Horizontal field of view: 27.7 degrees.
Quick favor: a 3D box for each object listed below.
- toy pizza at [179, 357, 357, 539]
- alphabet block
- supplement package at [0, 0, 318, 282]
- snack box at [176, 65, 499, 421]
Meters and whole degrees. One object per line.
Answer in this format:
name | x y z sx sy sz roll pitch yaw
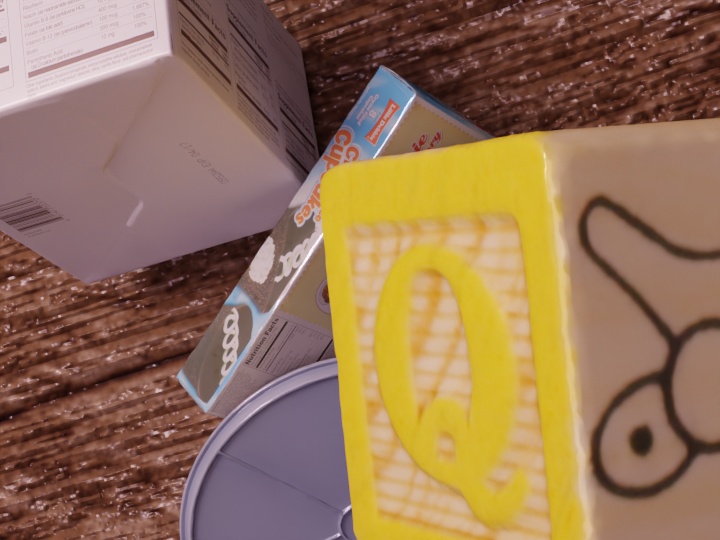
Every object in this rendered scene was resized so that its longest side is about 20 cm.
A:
toy pizza | -0.001 0.132 0.809 0.198 0.032 0.202 -4 115 -8
alphabet block | 0.117 0.032 0.685 0.198 0.196 0.197 -6 90 -29
supplement package | -0.128 -0.092 0.756 0.154 0.200 0.112 -15 67 14
snack box | 0.000 0.000 0.792 0.201 0.116 0.037 -56 48 10
